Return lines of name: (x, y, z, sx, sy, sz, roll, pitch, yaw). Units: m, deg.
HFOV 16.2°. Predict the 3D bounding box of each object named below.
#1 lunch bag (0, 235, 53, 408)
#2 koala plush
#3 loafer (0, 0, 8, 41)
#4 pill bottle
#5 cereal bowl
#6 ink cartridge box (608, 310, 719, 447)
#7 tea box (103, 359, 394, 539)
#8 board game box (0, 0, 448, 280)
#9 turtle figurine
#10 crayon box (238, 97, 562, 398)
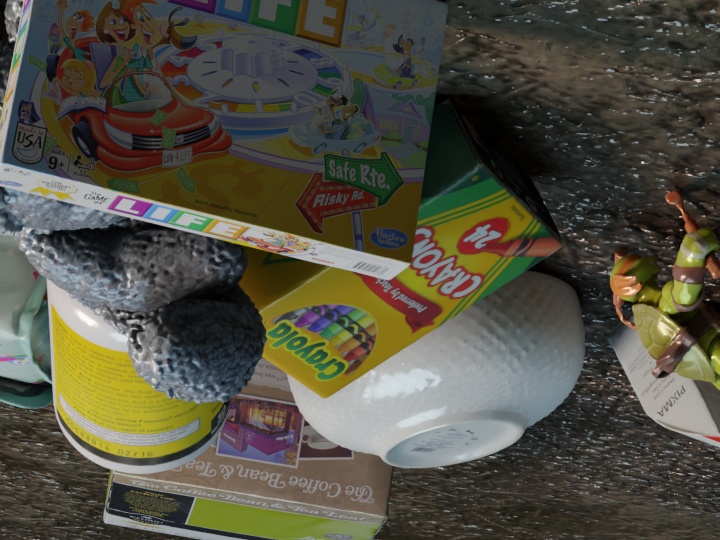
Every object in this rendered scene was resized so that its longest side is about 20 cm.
lunch bag: (-0.256, 0.007, 1.587, 0.169, 0.123, 0.200, 15, 163, 4)
koala plush: (-0.138, -0.056, 1.267, 0.183, 0.178, 0.200, 26, 179, 36)
loafer: (-0.267, -0.111, 1.321, 0.199, 0.063, 0.072, -1, 161, 29)
pill bottle: (-0.128, 0.022, 1.478, 0.110, 0.112, 0.201, 8, 143, 2)
cereal bowl: (0.053, 0.073, 1.631, 0.199, 0.084, 0.200, -10, 160, -4)
ink cartridge box: (0.257, 0.117, 1.597, 0.159, 0.201, 0.047, 21, 123, -34)
tea box: (-0.080, 0.122, 1.858, 0.199, 0.135, 0.197, 10, 164, -6)
board game box: (-0.064, -0.084, 1.188, 0.199, 0.135, 0.034, 13, 162, -16)
turtle figurine: (0.199, 0.038, 1.457, 0.161, 0.064, 0.200, 42, 160, 12)
crayon box: (0.000, 0.000, 1.397, 0.199, 0.051, 0.127, -33, 150, 12)
